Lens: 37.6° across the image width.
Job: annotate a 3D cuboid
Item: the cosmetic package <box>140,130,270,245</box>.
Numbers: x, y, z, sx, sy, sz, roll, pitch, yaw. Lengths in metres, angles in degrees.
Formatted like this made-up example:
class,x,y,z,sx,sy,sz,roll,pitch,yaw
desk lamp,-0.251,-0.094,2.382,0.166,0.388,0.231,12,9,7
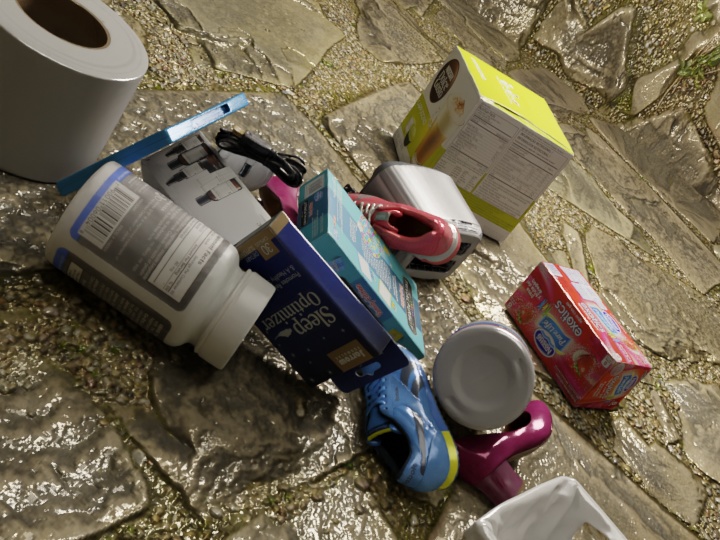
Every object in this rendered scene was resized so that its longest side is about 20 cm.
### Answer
class,x,y,z,sx,sy,sz,roll,pitch,yaw
cosmetic package,-0.157,-0.059,1.168,0.082,0.051,0.200,-31,66,-22

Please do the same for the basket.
class,x,y,z,sx,sy,sz,roll,pitch,yaw
basket,0.157,0.292,0.960,0.136,0.124,0.199,50,29,22

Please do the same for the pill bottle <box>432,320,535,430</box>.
class,x,y,z,sx,sy,sz,roll,pitch,yaw
pill bottle,0.142,0.114,1.203,0.112,0.113,0.200,41,4,7

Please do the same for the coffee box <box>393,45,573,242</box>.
class,x,y,z,sx,sy,sz,roll,pitch,yaw
coffee box,0.196,-0.209,1.740,0.198,0.199,0.201,26,28,-24

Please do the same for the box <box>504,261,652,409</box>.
class,x,y,z,sx,sy,sz,roll,pitch,yaw
box,0.309,0.093,1.512,0.099,0.096,0.201,11,37,-43

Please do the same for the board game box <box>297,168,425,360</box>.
class,x,y,z,sx,sy,sz,roll,pitch,yaw
board game box,0.000,0.000,1.241,0.201,0.047,0.152,52,18,-27

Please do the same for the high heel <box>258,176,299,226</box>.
class,x,y,z,sx,sy,sz,roll,pitch,yaw
high heel,-0.107,-0.061,1.272,0.095,0.068,0.201,22,33,3

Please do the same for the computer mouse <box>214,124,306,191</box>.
class,x,y,z,sx,sy,sz,roll,pitch,yaw
computer mouse,-0.137,-0.122,1.264,0.109,0.044,0.200,25,-10,-14

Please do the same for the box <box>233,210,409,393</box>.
class,x,y,z,sx,sy,sz,roll,pitch,yaw
box,-0.052,0.045,1.059,0.200,0.121,0.032,48,47,-11

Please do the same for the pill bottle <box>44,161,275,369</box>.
class,x,y,z,sx,sy,sz,roll,pitch,yaw
pill bottle,-0.186,-0.001,1.003,0.199,0.114,0.114,36,26,-6

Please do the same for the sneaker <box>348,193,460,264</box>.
class,x,y,z,sx,sy,sz,roll,pitch,yaw
sneaker,0.028,-0.066,1.337,0.197,0.075,0.087,12,-10,20

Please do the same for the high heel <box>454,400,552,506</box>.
class,x,y,z,sx,sy,sz,roll,pitch,yaw
high heel,0.161,0.180,1.205,0.096,0.067,0.200,48,29,-4

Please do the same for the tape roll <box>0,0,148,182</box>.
class,x,y,z,sx,sy,sz,roll,pitch,yaw
tape roll,-0.342,-0.211,1.113,0.201,0.140,0.204,29,28,-17

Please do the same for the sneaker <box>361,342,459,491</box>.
class,x,y,z,sx,sy,sz,roll,pitch,yaw
sneaker,0.034,0.143,1.110,0.078,0.066,0.201,13,36,-35

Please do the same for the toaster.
class,x,y,z,sx,sy,sz,roll,pitch,yaw
toaster,0.076,-0.068,1.454,0.199,0.114,0.130,7,41,-50

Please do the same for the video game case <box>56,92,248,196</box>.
class,x,y,z,sx,sy,sz,roll,pitch,yaw
video game case,-0.214,-0.136,1.115,0.018,0.142,0.200,64,23,-11
